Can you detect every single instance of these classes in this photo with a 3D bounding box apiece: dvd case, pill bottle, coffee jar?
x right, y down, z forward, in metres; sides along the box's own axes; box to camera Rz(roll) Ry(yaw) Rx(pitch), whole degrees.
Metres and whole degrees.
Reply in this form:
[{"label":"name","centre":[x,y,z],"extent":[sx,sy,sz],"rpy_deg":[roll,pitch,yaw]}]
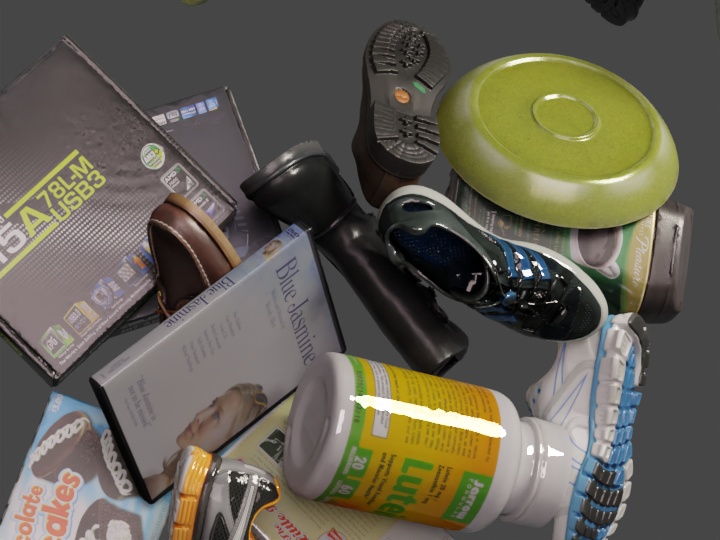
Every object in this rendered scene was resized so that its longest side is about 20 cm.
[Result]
[{"label":"dvd case","centre":[-0.101,0.069,1.624],"extent":[0.200,0.143,0.018],"rpy_deg":[-38,50,-20]},{"label":"pill bottle","centre":[0.053,0.135,1.652],"extent":[0.200,0.111,0.111],"rpy_deg":[14,75,-19]},{"label":"coffee jar","centre":[0.163,-0.020,1.745],"extent":[0.200,0.085,0.104],"rpy_deg":[11,76,-4]}]

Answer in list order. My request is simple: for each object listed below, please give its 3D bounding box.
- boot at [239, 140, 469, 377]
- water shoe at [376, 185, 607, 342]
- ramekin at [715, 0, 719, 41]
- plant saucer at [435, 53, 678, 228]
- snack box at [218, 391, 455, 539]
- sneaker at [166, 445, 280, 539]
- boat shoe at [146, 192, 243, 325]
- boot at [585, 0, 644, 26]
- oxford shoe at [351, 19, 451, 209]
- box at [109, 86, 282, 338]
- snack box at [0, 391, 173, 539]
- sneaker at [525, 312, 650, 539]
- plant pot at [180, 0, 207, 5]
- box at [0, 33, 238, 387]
[{"label":"boot","centre":[0.000,0.000,1.686],"extent":[0.066,0.165,0.200],"rpy_deg":[-35,83,15]},{"label":"water shoe","centre":[0.097,0.011,1.658],"extent":[0.200,0.079,0.072],"rpy_deg":[27,116,-13]},{"label":"ramekin","centre":[0.339,-0.260,1.775],"extent":[0.094,0.202,0.202],"rpy_deg":[-1,76,4]},{"label":"plant saucer","centre":[0.160,-0.112,1.743],"extent":[0.200,0.031,0.200],"rpy_deg":[7,44,-7]},{"label":"snack box","centre":[-0.020,0.196,1.680],"extent":[0.200,0.037,0.116],"rpy_deg":[45,58,5]},{"label":"sneaker","centre":[-0.110,0.228,1.620],"extent":[0.077,0.078,0.200],"rpy_deg":[8,114,-9]},{"label":"boat shoe","centre":[-0.117,0.027,1.643],"extent":[0.070,0.200,0.070],"rpy_deg":[-44,49,-19]},{"label":"boot","centre":[0.223,-0.323,1.836],"extent":[0.162,0.073,0.198],"rpy_deg":[-32,82,-17]},{"label":"oxford shoe","centre":[0.023,-0.126,1.744],"extent":[0.073,0.084,0.200],"rpy_deg":[21,42,-7]},{"label":"box","centre":[-0.172,-0.040,1.728],"extent":[0.200,0.044,0.160],"rpy_deg":[-17,79,-11]},{"label":"snack box","centre":[-0.215,0.205,1.658],"extent":[0.116,0.037,0.200],"rpy_deg":[21,75,-4]},{"label":"sneaker","centre":[0.168,0.128,1.729],"extent":[0.087,0.075,0.200],"rpy_deg":[8,83,32]},{"label":"plant pot","centre":[-0.063,-0.324,1.749],"extent":[0.184,0.200,0.200],"rpy_deg":[-12,78,-22]},{"label":"box","centre":[-0.229,-0.046,1.675],"extent":[0.200,0.048,0.193],"rpy_deg":[-44,88,-15]}]
